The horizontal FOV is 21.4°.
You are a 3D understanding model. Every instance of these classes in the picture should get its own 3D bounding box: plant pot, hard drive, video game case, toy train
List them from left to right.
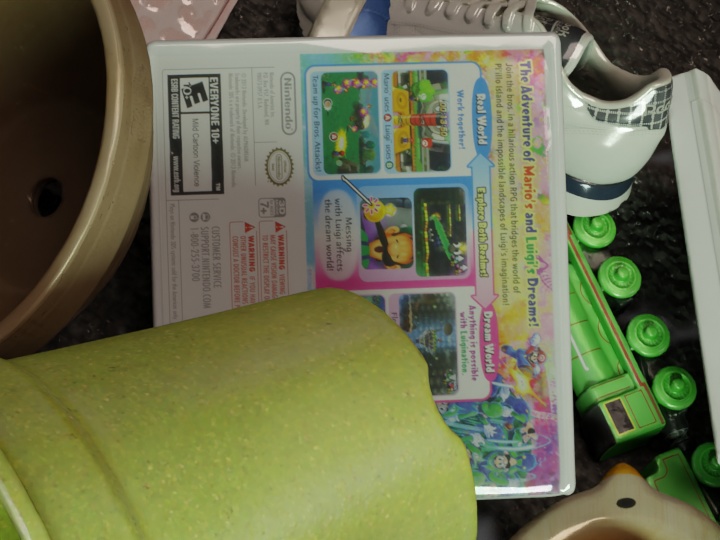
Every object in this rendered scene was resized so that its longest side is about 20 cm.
[{"bbox_3d":[-0.155,-0.043,0.793,0.093,0.200,0.202,25,42,-58],"label":"plant pot"},{"bbox_3d":[-0.065,0.095,0.708,0.183,0.201,0.201,-22,72,-30],"label":"plant pot"},{"bbox_3d":[0.000,0.000,0.824,0.180,0.024,0.202,-2,89,-5],"label":"video game case"},{"bbox_3d":[0.129,0.058,0.920,0.056,0.042,0.201,-18,70,-19],"label":"toy train"},{"bbox_3d":[0.192,0.019,0.932,0.132,0.026,0.202,40,39,-51],"label":"hard drive"}]

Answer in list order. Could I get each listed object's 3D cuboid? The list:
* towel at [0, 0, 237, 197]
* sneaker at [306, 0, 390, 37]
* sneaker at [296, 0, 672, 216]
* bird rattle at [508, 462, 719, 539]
[{"bbox_3d":[-0.165,-0.144,0.913,0.199,0.032,0.192,29,54,-7],"label":"towel"},{"bbox_3d":[0.009,-0.041,0.890,0.110,0.077,0.201,19,66,-7],"label":"sneaker"},{"bbox_3d":[0.061,-0.111,0.945,0.199,0.081,0.077,29,44,8],"label":"sneaker"},{"bbox_3d":[0.122,0.174,0.825,0.200,0.113,0.163,-44,59,-8],"label":"bird rattle"}]
